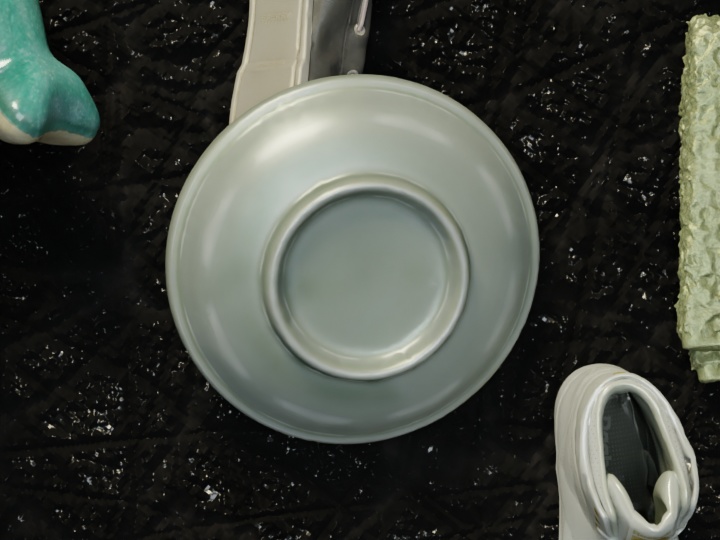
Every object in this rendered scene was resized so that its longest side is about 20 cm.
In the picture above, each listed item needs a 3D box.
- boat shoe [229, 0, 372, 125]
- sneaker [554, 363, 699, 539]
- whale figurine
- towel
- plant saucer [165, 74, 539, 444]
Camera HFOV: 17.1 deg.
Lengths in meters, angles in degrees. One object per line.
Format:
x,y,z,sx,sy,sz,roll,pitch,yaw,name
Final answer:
-0.024,-0.146,1.295,0.067,0.057,0.200,6,80,37,boat shoe
0.138,0.148,1.233,0.074,0.116,0.200,-10,88,-2,sneaker
-0.207,-0.148,1.237,0.200,0.159,0.104,44,108,19,whale figurine
0.240,-0.040,1.286,0.148,0.036,0.200,-1,86,1,towel
0.000,0.000,1.245,0.200,0.050,0.200,-2,104,-9,plant saucer
